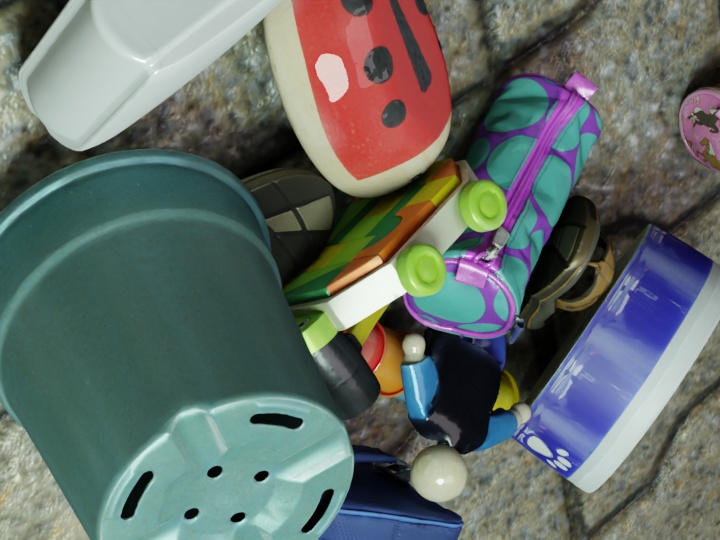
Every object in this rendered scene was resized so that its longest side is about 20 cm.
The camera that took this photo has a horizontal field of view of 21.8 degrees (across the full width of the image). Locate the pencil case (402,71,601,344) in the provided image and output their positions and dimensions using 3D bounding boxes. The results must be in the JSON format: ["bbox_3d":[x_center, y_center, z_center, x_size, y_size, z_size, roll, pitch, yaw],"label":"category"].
[{"bbox_3d":[0.102,-0.046,1.299,0.092,0.085,0.200,-49,-169,54],"label":"pencil case"}]

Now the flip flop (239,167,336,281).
[{"bbox_3d":[-0.107,-0.020,1.175,0.200,0.058,0.081,-21,130,-19],"label":"flip flop"}]

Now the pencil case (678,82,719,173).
[{"bbox_3d":[0.350,-0.152,1.542,0.200,0.083,0.087,-33,132,-28],"label":"pencil case"}]

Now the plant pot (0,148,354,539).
[{"bbox_3d":[-0.107,0.067,1.064,0.200,0.196,0.201,-17,133,-19],"label":"plant pot"}]

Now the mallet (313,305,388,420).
[{"bbox_3d":[0.024,0.020,1.290,0.200,0.041,0.066,-48,119,-37],"label":"mallet"}]

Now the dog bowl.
[{"bbox_3d":[0.198,0.066,1.428,0.200,0.079,0.200,-56,176,-7],"label":"dog bowl"}]

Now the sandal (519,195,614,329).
[{"bbox_3d":[0.156,0.004,1.371,0.200,0.054,0.082,103,7,-71],"label":"sandal"}]

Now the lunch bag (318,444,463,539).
[{"bbox_3d":[-0.024,0.187,1.299,0.200,0.136,0.133,12,102,-49],"label":"lunch bag"}]

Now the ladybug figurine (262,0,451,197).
[{"bbox_3d":[0.003,-0.134,1.182,0.200,0.072,0.136,62,41,-38],"label":"ladybug figurine"}]

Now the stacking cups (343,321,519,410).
[{"bbox_3d":[0.034,0.072,1.367,0.200,0.060,0.061,26,91,-43],"label":"stacking cups"}]

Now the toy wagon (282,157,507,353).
[{"bbox_3d":[0.000,0.000,1.203,0.200,0.155,0.040,-45,109,-33],"label":"toy wagon"}]

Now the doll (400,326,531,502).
[{"bbox_3d":[0.074,0.072,1.327,0.136,0.048,0.200,38,51,-35],"label":"doll"}]

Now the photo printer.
[{"bbox_3d":[-0.101,-0.144,1.020,0.166,0.200,0.069,-41,96,-24],"label":"photo printer"}]
